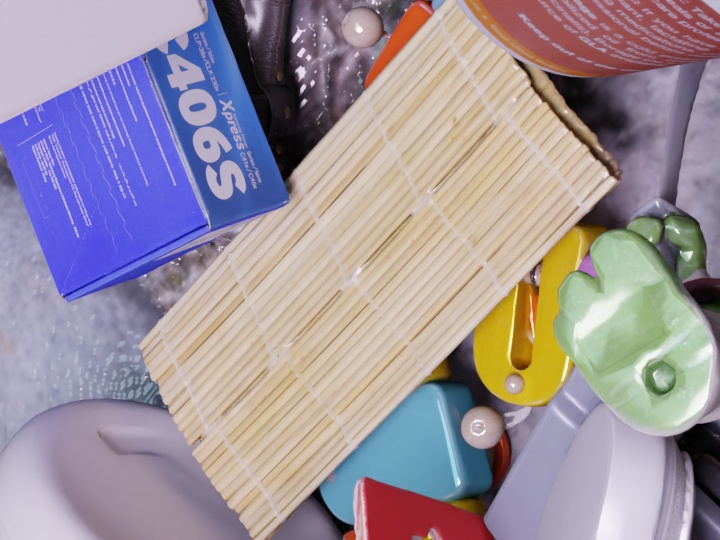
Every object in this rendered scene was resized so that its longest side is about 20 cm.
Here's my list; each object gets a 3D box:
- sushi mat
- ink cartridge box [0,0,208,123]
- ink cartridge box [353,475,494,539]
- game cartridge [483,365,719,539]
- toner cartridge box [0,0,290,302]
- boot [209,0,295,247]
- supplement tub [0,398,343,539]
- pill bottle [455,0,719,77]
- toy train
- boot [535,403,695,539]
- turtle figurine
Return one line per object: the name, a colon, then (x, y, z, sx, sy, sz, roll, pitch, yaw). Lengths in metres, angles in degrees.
sushi mat: (0.000, 0.000, 0.795, 0.200, 0.012, 0.096, -47, 63, 28)
ink cartridge box: (-0.173, -0.086, 0.756, 0.200, 0.147, 0.086, 0, 114, 46)
ink cartridge box: (-0.005, 0.173, 0.726, 0.067, 0.116, 0.201, -6, 75, 24)
game cartridge: (0.127, 0.120, 0.718, 0.200, 0.042, 0.133, 44, 157, 13)
toner cartridge box: (-0.103, -0.098, 0.825, 0.095, 0.043, 0.201, -23, 88, 45)
boot: (-0.093, -0.102, 0.880, 0.200, 0.069, 0.175, 22, 110, 34)
supplement tub: (-0.103, 0.165, 0.860, 0.145, 0.145, 0.200, 41, 115, 25)
pill bottle: (0.107, -0.118, 0.664, 0.200, 0.112, 0.113, 180, 85, -66)
toy train: (0.028, 0.006, 0.816, 0.150, 0.056, 0.200, 41, 114, 31)
boot: (0.094, 0.120, 0.665, 0.095, 0.074, 0.200, 9, 134, -1)
turtle figurine: (0.128, -0.022, 0.644, 0.144, 0.194, 0.201, 7, 93, 27)
